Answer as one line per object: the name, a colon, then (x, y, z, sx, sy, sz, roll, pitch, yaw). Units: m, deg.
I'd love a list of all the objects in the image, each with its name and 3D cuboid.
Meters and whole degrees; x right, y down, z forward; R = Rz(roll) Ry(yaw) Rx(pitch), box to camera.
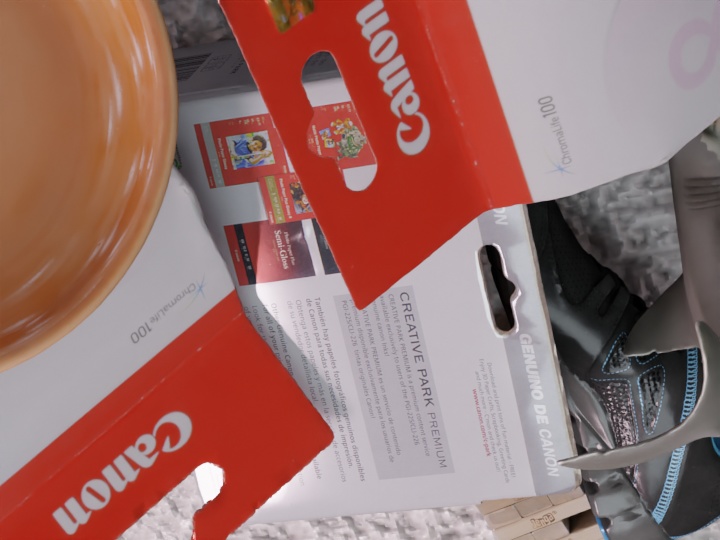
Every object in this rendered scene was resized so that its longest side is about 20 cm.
sneaker: (0.117, 0.033, 0.866, 0.081, 0.073, 0.201, -24, 109, 9)
ink cartridge box: (0.062, -0.091, 0.674, 0.200, 0.057, 0.163, -42, 133, -20)
shark figurine: (0.140, 0.025, 0.783, 0.089, 0.215, 0.128, -24, 122, 31)
block tower: (0.097, 0.117, 0.941, 0.054, 0.058, 0.201, -23, 120, 18)
ink cartridge box: (0.000, 0.000, 0.812, 0.174, 0.084, 0.201, -6, 113, 17)
plant saucer: (-0.164, -0.058, 0.656, 0.198, 0.037, 0.202, 0, 88, -15)
ink cartridge box: (-0.117, 0.038, 0.727, 0.162, 0.057, 0.200, -41, 99, -17)
